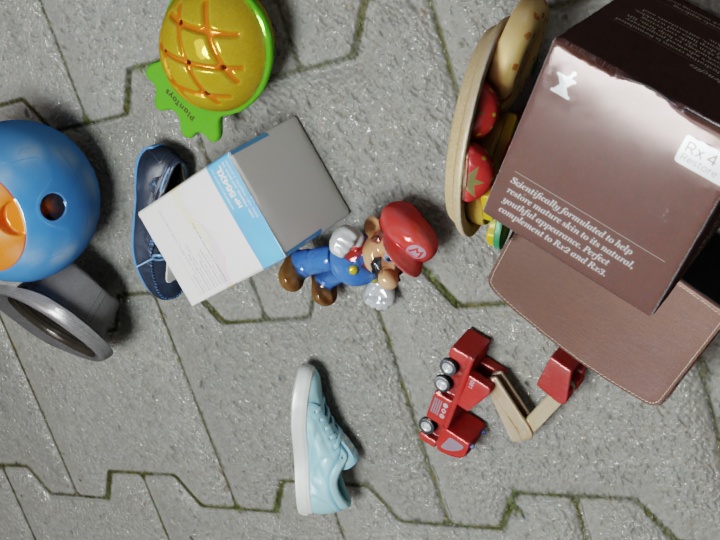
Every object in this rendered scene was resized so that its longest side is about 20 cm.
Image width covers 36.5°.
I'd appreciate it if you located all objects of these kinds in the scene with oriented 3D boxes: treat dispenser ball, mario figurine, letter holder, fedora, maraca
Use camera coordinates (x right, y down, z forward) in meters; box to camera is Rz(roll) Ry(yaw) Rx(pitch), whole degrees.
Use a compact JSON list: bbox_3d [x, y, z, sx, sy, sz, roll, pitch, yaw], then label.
[{"bbox_3d":[-0.428,-0.087,1.369,0.199,0.201,0.203,17,123,28],"label":"treat dispenser ball"},{"bbox_3d":[0.000,0.000,1.165,0.199,0.123,0.107,-21,92,43],"label":"mario figurine"},{"bbox_3d":[0.237,0.007,1.010,0.199,0.100,0.143,36,132,14],"label":"letter holder"},{"bbox_3d":[-0.398,0.043,1.472,0.177,0.091,0.199,43,156,-29],"label":"fedora"},{"bbox_3d":[-0.163,-0.224,1.167,0.137,0.107,0.200,46,132,5],"label":"maraca"}]

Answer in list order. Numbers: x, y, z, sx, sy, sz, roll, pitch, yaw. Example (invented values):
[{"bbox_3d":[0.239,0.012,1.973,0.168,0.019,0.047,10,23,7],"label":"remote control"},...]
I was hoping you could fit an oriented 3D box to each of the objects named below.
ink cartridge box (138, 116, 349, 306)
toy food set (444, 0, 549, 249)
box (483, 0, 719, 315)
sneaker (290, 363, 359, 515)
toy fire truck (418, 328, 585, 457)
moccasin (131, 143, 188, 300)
[{"bbox_3d":[-0.140,-0.060,1.224,0.199,0.128,0.126,-24,99,41],"label":"ink cartridge box"},{"bbox_3d":[0.122,-0.125,0.956,0.048,0.202,0.198,13,160,16],"label":"toy food set"},{"bbox_3d":[0.233,-0.107,0.883,0.165,0.200,0.165,34,130,17],"label":"box"},{"bbox_3d":[-0.042,0.208,1.353,0.081,0.074,0.203,-1,111,3],"label":"sneaker"},{"bbox_3d":[0.150,0.138,1.176,0.140,0.049,0.202,30,128,19],"label":"toy fire truck"},{"bbox_3d":[-0.239,-0.050,1.331,0.068,0.080,0.202,22,127,38],"label":"moccasin"}]
